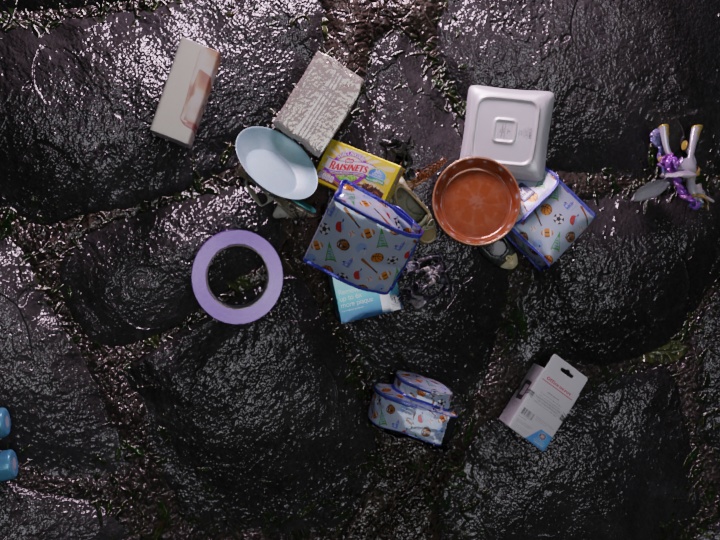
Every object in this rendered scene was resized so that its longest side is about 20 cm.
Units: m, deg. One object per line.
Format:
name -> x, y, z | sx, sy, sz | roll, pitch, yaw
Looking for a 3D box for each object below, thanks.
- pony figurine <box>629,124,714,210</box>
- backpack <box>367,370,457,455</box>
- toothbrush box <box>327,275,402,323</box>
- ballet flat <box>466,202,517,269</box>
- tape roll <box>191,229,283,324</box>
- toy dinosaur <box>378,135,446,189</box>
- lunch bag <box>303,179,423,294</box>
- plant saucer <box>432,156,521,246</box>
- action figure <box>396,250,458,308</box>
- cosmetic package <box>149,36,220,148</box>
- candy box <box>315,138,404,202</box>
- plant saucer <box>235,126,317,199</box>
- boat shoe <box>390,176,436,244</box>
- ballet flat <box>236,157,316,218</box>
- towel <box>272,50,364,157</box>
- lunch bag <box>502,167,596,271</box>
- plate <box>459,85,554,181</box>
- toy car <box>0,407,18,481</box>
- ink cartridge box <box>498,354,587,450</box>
pony figurine -> 0.744, -0.239, 1.845 | 0.189, 0.166, 0.205 | -2, 79, -18
backpack -> 0.112, 0.308, 1.734 | 0.186, 0.200, 0.158 | 10, 87, -4
toothbrush box -> 0.000, 0.000, 1.739 | 0.143, 0.085, 0.204 | -12, 94, -9
ballet flat -> 0.293, -0.078, 1.803 | 0.066, 0.057, 0.200 | -44, 100, -5
tape roll -> -0.268, 0.012, 1.700 | 0.196, 0.066, 0.205 | -1, 93, -11
toy dinosaur -> 0.091, -0.225, 1.754 | 0.198, 0.102, 0.138 | -25, 114, -26
lunch bag -> 0.009, -0.060, 1.605 | 0.197, 0.124, 0.172 | 27, 121, -3
plant saucer -> 0.258, -0.153, 1.744 | 0.196, 0.032, 0.205 | -1, 80, 4
action figure -> 0.141, 0.018, 1.752 | 0.101, 0.199, 0.121 | -20, 81, 33
cosmetic package -> -0.365, -0.369, 1.639 | 0.086, 0.103, 0.204 | 20, 91, -10
candy box -> -0.007, -0.208, 1.694 | 0.198, 0.026, 0.104 | 26, 86, 31
plant saucer -> -0.184, -0.219, 1.667 | 0.199, 0.202, 0.039 | 35, 128, -11
boat shoe -> 0.116, -0.126, 1.733 | 0.072, 0.063, 0.202 | -33, 125, 0
ballet flat -> -0.190, -0.164, 1.709 | 0.199, 0.068, 0.076 | 41, 103, -4
towel -> -0.091, -0.368, 1.720 | 0.131, 0.034, 0.202 | 33, 87, -2
lunch bag -> 0.409, -0.129, 1.794 | 0.170, 0.124, 0.200 | -44, 84, -5
plate -> 0.328, -0.314, 1.768 | 0.196, 0.032, 0.204 | 8, 91, 15
toy car -> -0.807, 0.379, 1.552 | 0.180, 0.200, 0.181 | -8, 95, -10
ink cartridge box -> 0.433, 0.305, 1.849 | 0.115, 0.067, 0.202 | 34, 87, -10
